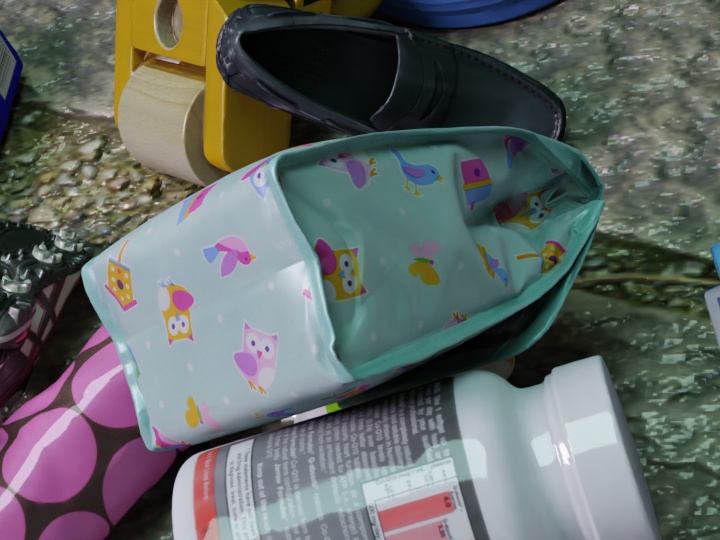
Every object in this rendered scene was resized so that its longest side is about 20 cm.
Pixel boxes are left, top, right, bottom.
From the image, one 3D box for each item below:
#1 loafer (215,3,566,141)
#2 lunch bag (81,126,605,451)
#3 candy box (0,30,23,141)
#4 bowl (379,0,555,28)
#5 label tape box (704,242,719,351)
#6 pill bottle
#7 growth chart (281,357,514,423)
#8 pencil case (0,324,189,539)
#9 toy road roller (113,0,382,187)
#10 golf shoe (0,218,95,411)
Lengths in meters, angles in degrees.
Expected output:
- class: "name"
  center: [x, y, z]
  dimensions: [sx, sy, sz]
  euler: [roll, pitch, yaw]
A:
- class: "loafer"
  center: [0.019, -0.097, 1.005]
  dimensions: [0.199, 0.069, 0.070]
  euler: [15, 4, -10]
- class: "lunch bag"
  center: [0.000, 0.000, 0.876]
  dimensions: [0.199, 0.123, 0.170]
  euler: [-18, -3, -43]
- class: "candy box"
  center: [-0.336, -0.082, 1.208]
  dimensions: [0.198, 0.077, 0.170]
  euler: [-8, 48, 17]
- class: "bowl"
  center: [0.081, -0.230, 1.180]
  dimensions: [0.199, 0.040, 0.202]
  euler: [-13, 45, 13]
- class: "label tape box"
  center: [0.233, 0.024, 0.824]
  dimensions: [0.142, 0.066, 0.201]
  euler: [-24, 50, 18]
- class: "pill bottle"
  center: [0.026, 0.111, 0.829]
  dimensions: [0.198, 0.116, 0.116]
  euler: [-18, 44, 9]
- class: "growth chart"
  center: [0.006, 0.019, 0.997]
  dimensions: [0.143, 0.018, 0.201]
  euler: [-16, 45, 10]
- class: "pencil case"
  center: [-0.149, 0.092, 0.956]
  dimensions: [0.200, 0.091, 0.094]
  euler: [-44, 12, -20]
- class: "toy road roller"
  center: [-0.058, -0.153, 1.105]
  dimensions: [0.145, 0.202, 0.123]
  euler: [-3, 14, -37]
- class: "golf shoe"
  center: [-0.204, 0.025, 1.031]
  dimensions: [0.076, 0.089, 0.200]
  euler: [15, 18, 2]
